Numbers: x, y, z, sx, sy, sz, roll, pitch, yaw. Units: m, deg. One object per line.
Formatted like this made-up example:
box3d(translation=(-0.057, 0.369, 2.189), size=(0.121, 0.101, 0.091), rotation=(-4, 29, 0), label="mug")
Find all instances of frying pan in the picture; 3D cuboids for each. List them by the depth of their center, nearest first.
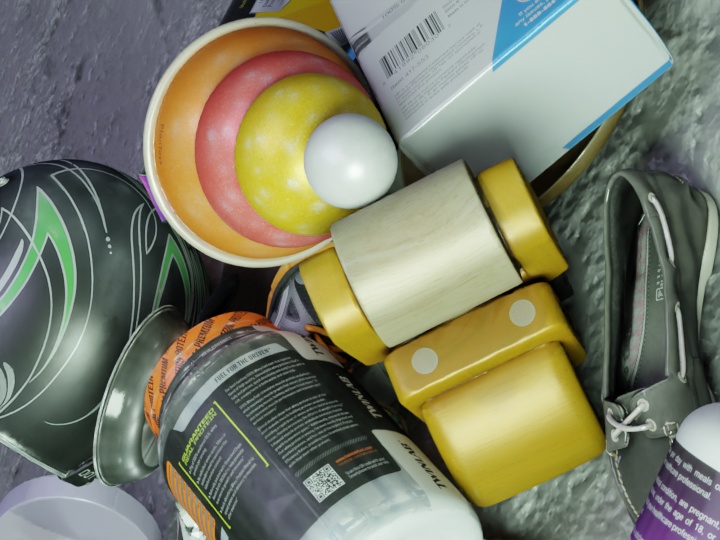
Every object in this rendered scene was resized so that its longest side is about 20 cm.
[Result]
box3d(translation=(-0.115, 0.073, 1.184), size=(0.031, 0.190, 0.116), rotation=(19, 104, 16), label="frying pan")

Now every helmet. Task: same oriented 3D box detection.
box3d(translation=(-0.194, 0.026, 1.290), size=(0.191, 0.200, 0.200), rotation=(-56, 30, -3), label="helmet")

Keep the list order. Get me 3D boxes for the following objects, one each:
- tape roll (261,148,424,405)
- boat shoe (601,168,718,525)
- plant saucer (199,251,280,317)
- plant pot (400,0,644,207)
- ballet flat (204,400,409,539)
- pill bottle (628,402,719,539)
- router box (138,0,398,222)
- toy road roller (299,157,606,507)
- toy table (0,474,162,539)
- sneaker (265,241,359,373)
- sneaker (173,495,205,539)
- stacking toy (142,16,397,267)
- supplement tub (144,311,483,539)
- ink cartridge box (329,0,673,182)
box3d(translation=(0.000, 0.000, 1.279), size=(0.202, 0.037, 0.204), rotation=(-35, 45, 44), label="tape roll")
box3d(translation=(0.147, 0.042, 0.993), size=(0.067, 0.057, 0.202), rotation=(-24, 53, 51), label="boat shoe")
box3d(translation=(-0.071, -0.017, 1.332), size=(0.200, 0.036, 0.202), rotation=(-37, 44, 45), label="plant saucer")
box3d(translation=(0.102, -0.109, 1.160), size=(0.200, 0.027, 0.201), rotation=(-33, 42, 36), label="plant pot")
box3d(translation=(-0.048, 0.161, 1.196), size=(0.200, 0.071, 0.071), rotation=(-47, 35, 12), label="ballet flat")
box3d(translation=(0.172, 0.139, 0.844), size=(0.112, 0.112, 0.201), rotation=(36, 105, 59), label="pill bottle")
box3d(translation=(-0.040, -0.114, 1.261), size=(0.148, 0.051, 0.201), rotation=(2, 47, 24), label="router box")
box3d(translation=(0.064, 0.040, 1.014), size=(0.122, 0.200, 0.147), rotation=(-26, 72, 7), label="toy road roller")
box3d(translation=(-0.216, 0.244, 1.368), size=(0.201, 0.182, 0.118), rotation=(88, -171, -56), label="toy table")
box3d(translation=(-0.037, 0.060, 1.185), size=(0.200, 0.078, 0.078), rotation=(-52, 26, 35), label="sneaker")
box3d(translation=(-0.091, 0.205, 1.291), size=(0.086, 0.080, 0.202), rotation=(85, -170, -84), label="sneaker")
box3d(translation=(-0.030, -0.061, 1.044), size=(0.147, 0.145, 0.200), rotation=(-69, 22, 2), label="stacking toy")
box3d(translation=(-0.033, 0.117, 1.058), size=(0.200, 0.122, 0.123), rotation=(45, 113, 40), label="supplement tub")
box3d(translation=(0.073, -0.149, 1.109), size=(0.146, 0.086, 0.201), rotation=(-39, 36, 13), label="ink cartridge box")
